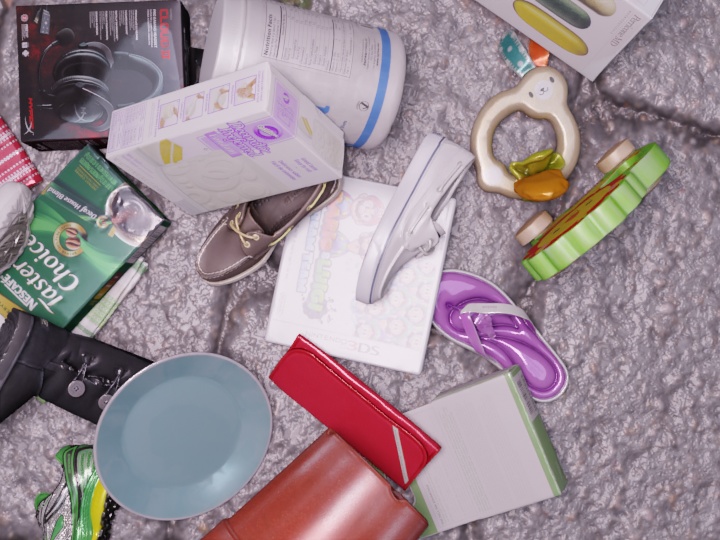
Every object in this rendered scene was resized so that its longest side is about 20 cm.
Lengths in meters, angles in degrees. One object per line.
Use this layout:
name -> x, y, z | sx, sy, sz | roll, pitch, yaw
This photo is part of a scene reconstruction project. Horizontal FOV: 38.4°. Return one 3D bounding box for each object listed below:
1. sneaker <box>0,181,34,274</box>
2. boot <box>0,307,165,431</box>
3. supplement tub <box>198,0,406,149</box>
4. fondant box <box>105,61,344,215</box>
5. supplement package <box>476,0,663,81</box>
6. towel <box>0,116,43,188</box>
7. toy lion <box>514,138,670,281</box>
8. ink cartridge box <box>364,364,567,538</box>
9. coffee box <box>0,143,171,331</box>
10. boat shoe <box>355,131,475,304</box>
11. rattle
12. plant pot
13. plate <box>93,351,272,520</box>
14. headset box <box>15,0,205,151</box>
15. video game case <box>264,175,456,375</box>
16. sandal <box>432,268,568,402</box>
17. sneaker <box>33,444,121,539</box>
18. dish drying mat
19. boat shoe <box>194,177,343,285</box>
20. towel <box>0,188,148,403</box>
sneaker -> -0.420, -0.018, 1.066 | 0.099, 0.078, 0.201 | 34, 89, 9
boot -> -0.311, 0.145, 1.107 | 0.199, 0.066, 0.165 | 27, 103, -34
supplement tub -> -0.063, -0.210, 1.097 | 0.199, 0.132, 0.133 | 9, 88, -16
fondant box -> -0.137, -0.128, 1.055 | 0.199, 0.144, 0.059 | -12, 62, 27
supplement package -> 0.229, -0.342, 1.103 | 0.199, 0.152, 0.151 | 34, 71, -1
towel -> -0.470, -0.143, 1.156 | 0.144, 0.022, 0.201 | -35, 92, -4
toy lion -> 0.250, -0.064, 1.094 | 0.200, 0.192, 0.069 | -41, 90, -3
ink cartridge box -> 0.111, 0.208, 1.157 | 0.199, 0.048, 0.146 | -23, 90, 22
coffee box -> -0.316, -0.022, 1.120 | 0.123, 0.044, 0.200 | 45, 91, 1
boat shoe -> 0.059, -0.048, 1.105 | 0.065, 0.074, 0.201 | 26, 91, 10
rattle -> 0.186, -0.179, 1.125 | 0.129, 0.143, 0.201 | 15, 95, 17
plant pot -> -0.045, 0.286, 1.083 | 0.201, 0.201, 0.195 | 44, 81, -1
plate -> -0.193, 0.178, 1.125 | 0.199, 0.026, 0.202 | -9, 112, -23
headset box -> -0.268, -0.213, 1.137 | 0.198, 0.077, 0.150 | -2, 89, -1
video game case -> 0.000, 0.000, 1.156 | 0.181, 0.024, 0.202 | 12, 88, 6
sandal -> 0.156, 0.068, 1.159 | 0.202, 0.050, 0.083 | 37, 87, 0
sneaker -> -0.320, 0.288, 1.134 | 0.085, 0.078, 0.201 | 14, 79, 5
dish drying mat -> -0.009, 0.157, 1.143 | 0.200, 0.018, 0.077 | 38, 122, 4
boat shoe -> -0.108, -0.056, 1.133 | 0.200, 0.059, 0.072 | -37, 79, 9
towel -> -0.351, 0.027, 1.157 | 0.149, 0.031, 0.200 | 36, 90, 2
